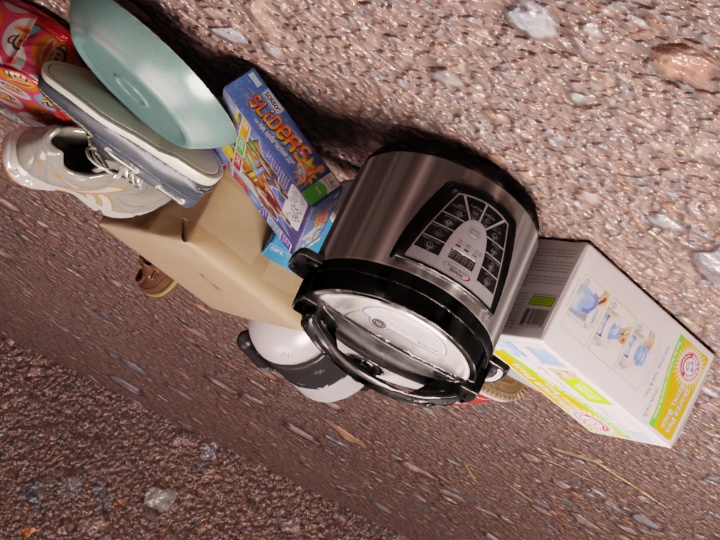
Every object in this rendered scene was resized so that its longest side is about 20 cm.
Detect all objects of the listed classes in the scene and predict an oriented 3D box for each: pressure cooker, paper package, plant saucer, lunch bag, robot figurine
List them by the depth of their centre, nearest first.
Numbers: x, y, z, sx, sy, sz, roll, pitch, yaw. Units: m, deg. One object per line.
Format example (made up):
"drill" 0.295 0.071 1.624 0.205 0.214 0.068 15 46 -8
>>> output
"pressure cooker" 0.047 0.014 1.433 0.176 0.200 0.179 11 151 30
"plant saucer" -0.196 -0.173 1.520 0.200 0.036 0.200 40 168 10
"lunch bag" -0.362 -0.212 1.685 0.200 0.082 0.176 24 165 12
"paper package" -0.154 -0.032 1.866 0.191 0.104 0.200 10 157 49
"robot figurine" -0.052 0.079 2.016 0.125 0.150 0.200 38 175 39

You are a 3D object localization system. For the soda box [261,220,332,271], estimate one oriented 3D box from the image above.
"soda box" 0.000 0.000 1.768 0.200 0.064 0.068 30 165 -6

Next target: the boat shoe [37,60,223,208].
"boat shoe" -0.227 -0.128 1.611 0.200 0.075 0.062 29 122 -24

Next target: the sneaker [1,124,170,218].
"sneaker" -0.257 -0.102 1.707 0.200 0.076 0.092 10 167 -41

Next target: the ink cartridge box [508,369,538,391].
"ink cartridge box" 0.209 0.090 1.736 0.173 0.044 0.200 29 165 3

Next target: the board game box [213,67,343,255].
"board game box" -0.079 -0.094 1.552 0.135 0.034 0.200 54 167 5

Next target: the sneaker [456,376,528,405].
"sneaker" 0.085 0.097 1.923 0.200 0.071 0.112 30 162 -15

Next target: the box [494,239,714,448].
"box" 0.211 0.066 1.537 0.200 0.101 0.112 38 162 -31

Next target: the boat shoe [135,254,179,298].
"boat shoe" -0.247 -0.016 2.161 0.068 0.072 0.200 39 157 -16

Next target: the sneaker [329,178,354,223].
"sneaker" 0.052 -0.011 1.609 0.200 0.074 0.118 26 159 -1
